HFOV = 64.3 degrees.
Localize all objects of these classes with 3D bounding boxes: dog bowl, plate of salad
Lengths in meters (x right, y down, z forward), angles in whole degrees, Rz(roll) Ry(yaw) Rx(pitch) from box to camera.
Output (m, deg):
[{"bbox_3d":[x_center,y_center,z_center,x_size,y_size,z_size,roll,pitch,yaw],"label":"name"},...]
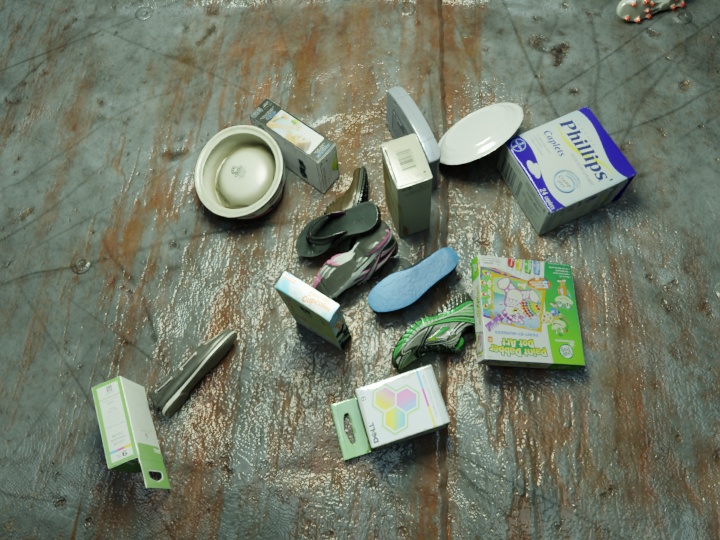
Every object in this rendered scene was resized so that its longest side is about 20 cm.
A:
[{"bbox_3d":[-0.245,-0.199,1.210,0.196,0.074,0.204,-2,78,12],"label":"dog bowl"},{"bbox_3d":[0.251,-0.282,1.205,0.198,0.048,0.202,-26,33,18],"label":"plate of salad"}]

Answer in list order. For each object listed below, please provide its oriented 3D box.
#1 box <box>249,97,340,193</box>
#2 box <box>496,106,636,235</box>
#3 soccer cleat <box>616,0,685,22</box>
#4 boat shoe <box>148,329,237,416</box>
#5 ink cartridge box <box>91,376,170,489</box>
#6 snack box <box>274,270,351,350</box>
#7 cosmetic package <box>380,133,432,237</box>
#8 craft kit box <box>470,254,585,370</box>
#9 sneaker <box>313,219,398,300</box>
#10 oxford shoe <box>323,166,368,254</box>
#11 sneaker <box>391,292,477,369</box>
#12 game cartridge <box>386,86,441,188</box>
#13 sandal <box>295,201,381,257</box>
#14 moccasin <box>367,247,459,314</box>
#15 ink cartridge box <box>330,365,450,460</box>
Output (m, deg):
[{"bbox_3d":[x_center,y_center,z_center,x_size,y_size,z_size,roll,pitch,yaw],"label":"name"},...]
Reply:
[{"bbox_3d":[-0.139,-0.266,1.227,0.199,0.117,0.060,37,72,19],"label":"box"},{"bbox_3d":[0.412,-0.204,1.165,0.197,0.105,0.186,-24,68,-6],"label":"box"},{"bbox_3d":[0.682,-0.643,1.353,0.197,0.070,0.079,-17,62,-11],"label":"soccer cleat"},{"bbox_3d":[-0.318,0.179,1.080,0.057,0.067,0.201,37,78,13],"label":"boat shoe"},{"bbox_3d":[-0.407,0.300,1.015,0.058,0.104,0.202,-23,68,-5],"label":"ink cartridge box"},{"bbox_3d":[-0.081,0.078,1.031,0.115,0.201,0.037,30,74,15],"label":"snack box"},{"bbox_3d":[0.090,-0.159,1.118,0.070,0.201,0.107,-17,66,-2],"label":"cosmetic package"},{"bbox_3d":[0.306,0.078,1.063,0.196,0.049,0.201,4,70,-11],"label":"craft kit box"},{"bbox_3d":[0.000,0.000,1.127,0.199,0.086,0.081,-40,46,11],"label":"sneaker"},{"bbox_3d":[-0.033,-0.133,1.187,0.083,0.073,0.203,12,68,13],"label":"oxford shoe"},{"bbox_3d":[0.144,0.124,1.062,0.198,0.078,0.086,-31,69,-9],"label":"sneaker"},{"bbox_3d":[0.110,-0.281,1.204,0.040,0.134,0.202,-24,68,-6],"label":"game cartridge"},{"bbox_3d":[-0.054,-0.086,1.118,0.198,0.048,0.077,-23,67,25],"label":"sandal"},{"bbox_3d":[0.107,0.031,1.112,0.197,0.068,0.081,-26,75,-5],"label":"moccasin"},{"bbox_3d":[0.049,0.252,1.016,0.196,0.060,0.105,-17,67,-3],"label":"ink cartridge box"}]
